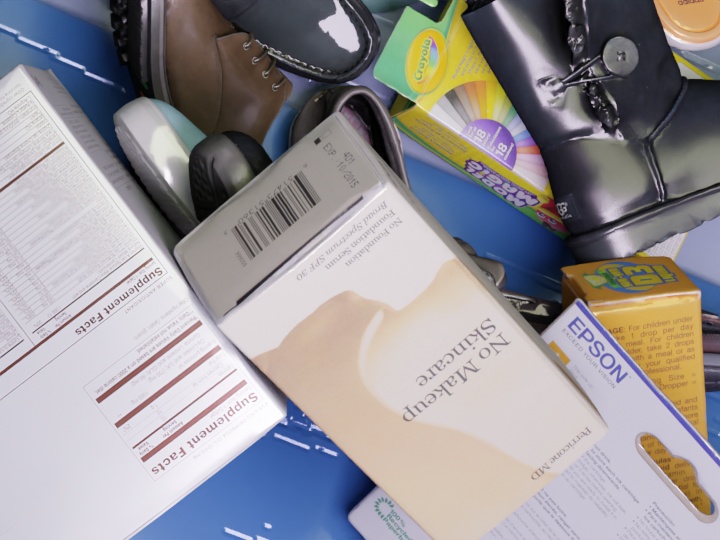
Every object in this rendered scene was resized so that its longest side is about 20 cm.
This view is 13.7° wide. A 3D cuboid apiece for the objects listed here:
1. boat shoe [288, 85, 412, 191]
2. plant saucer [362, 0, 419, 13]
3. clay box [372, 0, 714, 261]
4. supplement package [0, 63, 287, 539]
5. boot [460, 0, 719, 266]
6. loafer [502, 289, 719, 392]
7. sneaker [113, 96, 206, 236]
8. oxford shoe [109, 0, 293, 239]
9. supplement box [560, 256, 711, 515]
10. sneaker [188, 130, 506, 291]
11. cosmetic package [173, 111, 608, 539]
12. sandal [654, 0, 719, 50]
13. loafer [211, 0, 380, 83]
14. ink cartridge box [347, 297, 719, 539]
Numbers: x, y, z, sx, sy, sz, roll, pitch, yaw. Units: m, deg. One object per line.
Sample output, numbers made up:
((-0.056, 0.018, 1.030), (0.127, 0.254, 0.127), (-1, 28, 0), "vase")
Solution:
((0.000, 0.000, 1.579), (0.067, 0.057, 0.201), (-6, 82, -21), "boat shoe")
((-0.005, -0.241, 1.636), (0.199, 0.036, 0.201), (4, 78, -20), "plant saucer")
((0.103, -0.093, 1.638), (0.200, 0.048, 0.115), (33, 71, -13), "clay box")
((-0.151, 0.024, 1.429), (0.147, 0.191, 0.200), (-37, 93, 1), "supplement package")
((0.166, -0.112, 1.596), (0.200, 0.076, 0.169), (-24, 97, -16), "boot")
((0.137, 0.032, 1.619), (0.199, 0.072, 0.063), (0, 75, -17), "loafer")
((-0.041, -0.031, 1.505), (0.082, 0.074, 0.200), (-47, 121, -8), "sneaker")
((-0.081, -0.110, 1.533), (0.084, 0.073, 0.201), (-13, 117, -13), "oxford shoe")
((0.145, 0.097, 1.562), (0.069, 0.067, 0.201), (-9, 110, -8), "supplement box")
((-0.005, -0.008, 1.446), (0.114, 0.076, 0.200), (-38, 123, -10), "sneaker")
((0.017, 0.033, 1.385), (0.105, 0.071, 0.200), (-41, 128, 6), "cosmetic package")
((0.165, -0.223, 1.663), (0.079, 0.059, 0.207), (-12, 70, -28), "sandal")
((-0.077, -0.161, 1.568), (0.200, 0.070, 0.068), (34, 98, -10), "loafer")
((0.121, 0.138, 1.514), (0.196, 0.200, 0.043), (49, 34, 6), "ink cartridge box")
